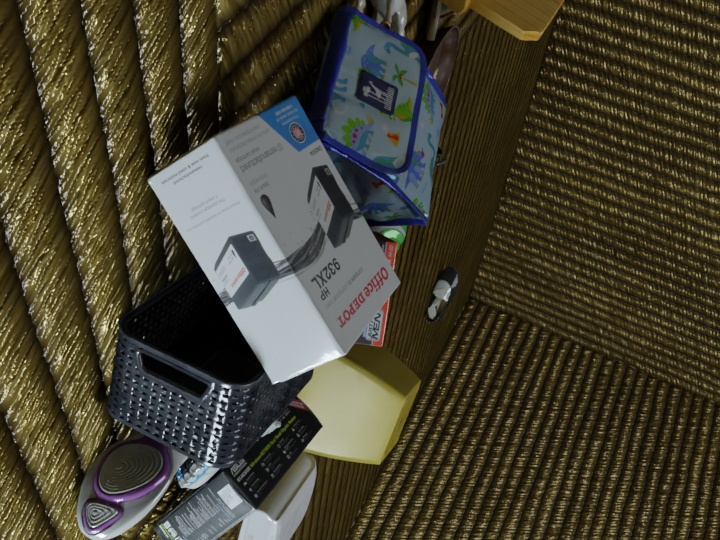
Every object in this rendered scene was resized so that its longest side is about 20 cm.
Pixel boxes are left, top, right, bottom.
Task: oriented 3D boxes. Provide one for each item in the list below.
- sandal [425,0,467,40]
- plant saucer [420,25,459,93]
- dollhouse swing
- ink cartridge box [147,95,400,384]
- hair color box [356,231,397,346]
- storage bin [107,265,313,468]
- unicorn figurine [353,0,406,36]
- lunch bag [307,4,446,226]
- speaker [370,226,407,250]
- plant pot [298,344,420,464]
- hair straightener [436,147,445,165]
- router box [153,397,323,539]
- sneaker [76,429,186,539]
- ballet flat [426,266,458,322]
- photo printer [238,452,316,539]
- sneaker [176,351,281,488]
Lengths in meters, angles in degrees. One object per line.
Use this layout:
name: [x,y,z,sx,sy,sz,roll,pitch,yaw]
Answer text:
sandal: [0.150,-0.424,1.238,0.201,0.054,0.081,-59,165,-31]
plant saucer: [0.104,-0.297,1.310,0.201,0.034,0.201,90,26,-62]
dollhouse swing: [0.211,-0.456,1.148,0.200,0.175,0.182,-54,161,-39]
ink cartridge box: [-0.065,-0.030,0.707,0.083,0.201,0.145,-24,-168,30]
hair color box: [-0.006,0.012,0.923,0.200,0.063,0.112,-118,-144,-83]
storage bin: [-0.127,0.076,0.775,0.200,0.134,0.094,-44,154,-60]
unicorn figurine: [0.036,-0.320,0.937,0.200,0.073,0.138,120,-13,-67]
lunch bag: [0.011,-0.164,0.910,0.200,0.127,0.171,41,53,-52]
speaker: [0.000,0.000,1.293,0.201,0.088,0.089,-64,167,-14]
plant pot: [-0.004,0.235,1.478,0.201,0.175,0.200,-69,168,11]
hair straightener: [0.143,-0.218,1.599,0.200,0.041,0.077,-33,145,-68]
router box: [-0.150,0.258,1.038,0.150,0.062,0.200,-42,180,29]
sneaker: [-0.199,0.186,0.811,0.100,0.074,0.200,98,19,-48]
ballet flat: [0.248,0.083,2.512,0.068,0.068,0.201,-36,147,-51]
photo printer: [-0.146,0.430,1.473,0.200,0.069,0.167,-47,156,-58]
sneaker: [-0.137,0.178,0.916,0.200,0.086,0.075,-52,-141,27]
